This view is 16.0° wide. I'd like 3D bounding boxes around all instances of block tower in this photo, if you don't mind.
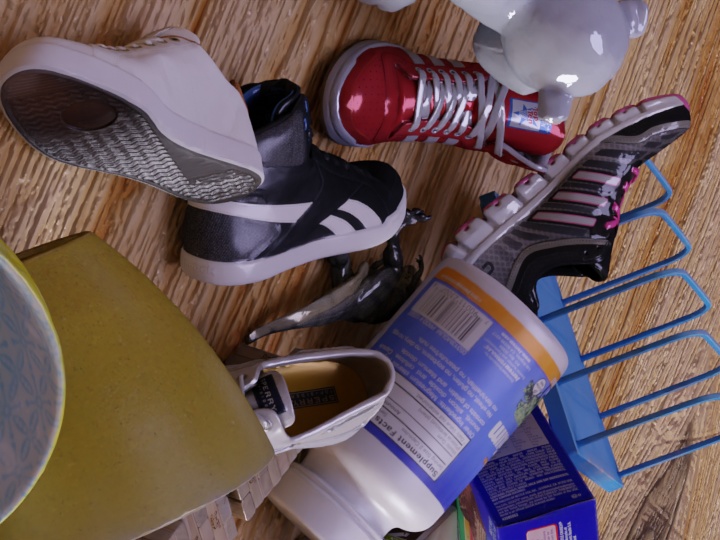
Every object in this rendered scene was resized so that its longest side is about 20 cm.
[{"bbox_3d":[-0.095,0.128,1.559,0.200,0.058,0.054,-49,142,-35],"label":"block tower"}]

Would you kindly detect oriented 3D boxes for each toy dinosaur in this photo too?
[{"bbox_3d":[0.000,0.000,1.678,0.200,0.047,0.089,-9,117,-55],"label":"toy dinosaur"}]

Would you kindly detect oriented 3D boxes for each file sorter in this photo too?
[{"bbox_3d":[0.184,0.034,1.822,0.139,0.122,0.201,38,33,-67],"label":"file sorter"}]

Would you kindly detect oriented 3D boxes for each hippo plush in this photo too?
[{"bbox_3d":[0.108,-0.192,1.585,0.161,0.200,0.160,39,80,-19],"label":"hippo plush"}]

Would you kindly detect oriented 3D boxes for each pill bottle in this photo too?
[{"bbox_3d":[0.033,0.099,1.679,0.200,0.112,0.112,-49,145,-8],"label":"pill bottle"}]

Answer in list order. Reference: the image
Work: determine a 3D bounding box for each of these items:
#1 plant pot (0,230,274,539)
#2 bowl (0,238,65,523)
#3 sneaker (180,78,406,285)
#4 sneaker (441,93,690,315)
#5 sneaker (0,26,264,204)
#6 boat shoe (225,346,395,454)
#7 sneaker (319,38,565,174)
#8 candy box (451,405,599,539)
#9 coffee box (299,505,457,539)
[{"bbox_3d":[-0.161,0.063,1.310,0.200,0.199,0.143,-28,99,-52],"label":"plant pot"},{"bbox_3d":[-0.239,0.032,1.190,0.108,0.199,0.201,-110,-165,-61],"label":"bowl"},{"bbox_3d":[-0.031,-0.067,1.560,0.200,0.073,0.112,-25,126,-52],"label":"sneaker"},{"bbox_3d":[0.155,-0.039,1.742,0.200,0.088,0.074,-37,174,-6],"label":"sneaker"},{"bbox_3d":[-0.131,-0.101,1.403,0.200,0.073,0.085,26,50,-54],"label":"sneaker"},{"bbox_3d":[-0.066,0.082,1.506,0.199,0.070,0.071,-8,71,-32],"label":"boat shoe"},{"bbox_3d":[0.062,-0.105,1.665,0.200,0.112,0.072,-7,108,-59],"label":"sneaker"},{"bbox_3d":[0.102,0.176,1.781,0.077,0.200,0.170,-14,123,-9],"label":"candy box"},{"bbox_3d":[-0.016,0.243,1.719,0.200,0.079,0.115,-38,133,-48],"label":"coffee box"}]
